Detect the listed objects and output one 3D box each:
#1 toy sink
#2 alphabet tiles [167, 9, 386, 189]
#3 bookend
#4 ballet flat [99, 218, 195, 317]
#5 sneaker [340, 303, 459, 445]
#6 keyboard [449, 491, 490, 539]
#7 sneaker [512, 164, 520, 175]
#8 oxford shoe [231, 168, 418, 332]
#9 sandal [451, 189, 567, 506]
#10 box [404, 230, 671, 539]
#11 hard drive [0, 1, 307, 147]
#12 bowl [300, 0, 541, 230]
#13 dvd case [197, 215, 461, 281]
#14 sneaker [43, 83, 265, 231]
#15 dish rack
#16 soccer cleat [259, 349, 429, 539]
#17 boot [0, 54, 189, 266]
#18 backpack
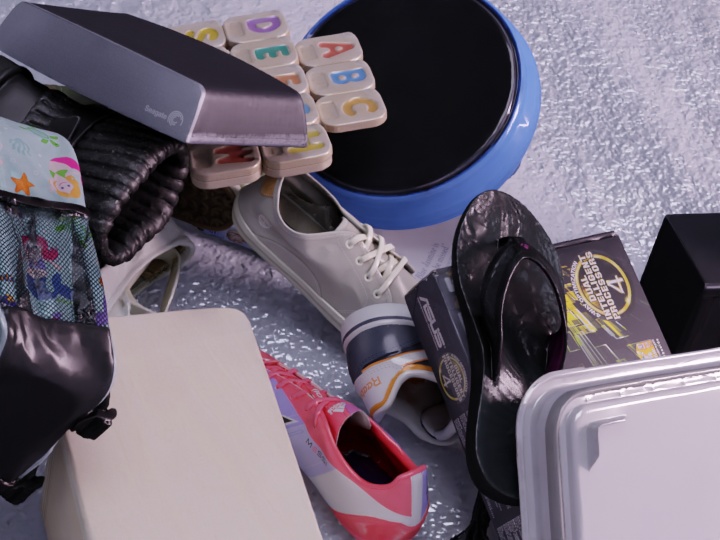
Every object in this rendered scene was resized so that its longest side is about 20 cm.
[{"bbox_3d":[-0.112,0.137,1.012,0.129,0.113,0.201,-5,49,-22],"label":"toy sink"},{"bbox_3d":[-0.086,-0.127,1.250,0.194,0.015,0.201,-9,39,-8],"label":"alphabet tiles"},{"bbox_3d":[0.305,-0.014,1.237,0.197,0.201,0.093,-1,42,-19],"label":"bookend"},{"bbox_3d":[-0.165,0.023,1.168,0.069,0.070,0.200,21,40,8],"label":"ballet flat"},{"bbox_3d":[0.083,0.076,1.165,0.198,0.079,0.080,5,54,-22],"label":"sneaker"},{"bbox_3d":[0.122,0.167,1.117,0.126,0.021,0.201,23,40,1],"label":"keyboard"},{"bbox_3d":[0.045,-0.128,1.378,0.199,0.078,0.085,26,20,19],"label":"sneaker"},{"bbox_3d":[0.000,0.000,1.207,0.200,0.058,0.075,39,40,-5],"label":"oxford shoe"},{"bbox_3d":[0.100,0.040,1.055,0.075,0.048,0.202,9,64,-23],"label":"sandal"},{"bbox_3d":[0.133,0.084,1.112,0.160,0.049,0.202,-11,72,-31],"label":"box"},{"bbox_3d":[-0.140,-0.133,1.174,0.199,0.043,0.134,28,18,34],"label":"hard drive"},{"bbox_3d":[0.034,-0.129,1.300,0.199,0.039,0.203,-6,65,13],"label":"bowl"},{"bbox_3d":[-0.007,-0.043,1.317,0.198,0.018,0.143,20,41,7],"label":"dvd case"},{"bbox_3d":[-0.152,-0.097,1.289,0.199,0.068,0.090,24,43,20],"label":"sneaker"},{"bbox_3d":[0.185,0.139,1.049,0.198,0.174,0.043,-6,3,-35],"label":"dish rack"},{"bbox_3d":[-0.031,0.096,1.108,0.066,0.077,0.200,-26,55,-37],"label":"soccer cleat"},{"bbox_3d":[-0.223,-0.030,1.135,0.157,0.080,0.212,28,77,16],"label":"boot"},{"bbox_3d":[-0.227,0.009,0.961,0.150,0.177,0.201,20,43,-35],"label":"backpack"}]
